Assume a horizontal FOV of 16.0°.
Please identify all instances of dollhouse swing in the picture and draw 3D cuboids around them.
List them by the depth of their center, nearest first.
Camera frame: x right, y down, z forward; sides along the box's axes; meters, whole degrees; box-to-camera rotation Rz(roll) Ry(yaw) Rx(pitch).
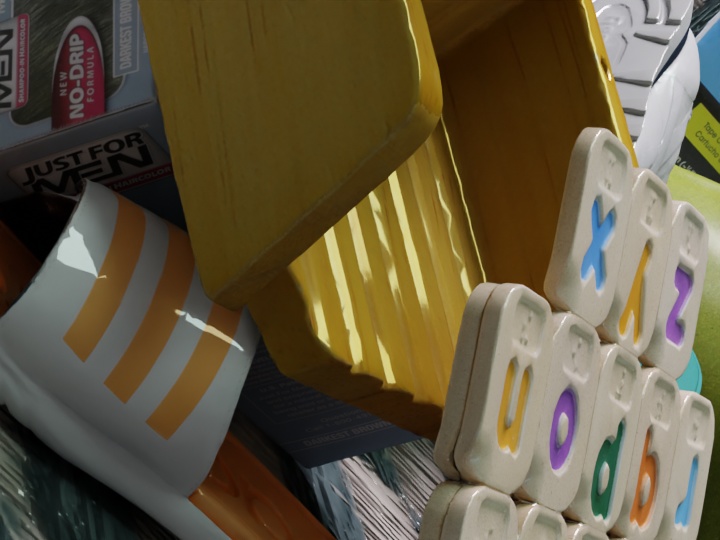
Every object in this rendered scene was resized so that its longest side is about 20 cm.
[{"bbox_3d":[0.060,-0.074,0.672,0.200,0.175,0.183,31,42,-65],"label":"dollhouse swing"}]

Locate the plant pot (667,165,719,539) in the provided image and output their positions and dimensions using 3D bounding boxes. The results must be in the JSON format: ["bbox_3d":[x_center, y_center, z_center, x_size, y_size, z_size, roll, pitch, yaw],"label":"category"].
[{"bbox_3d":[0.142,0.051,1.061,0.193,0.201,0.200,40,8,13],"label":"plant pot"}]

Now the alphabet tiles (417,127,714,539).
[{"bbox_3d":[0.058,0.068,0.690,0.015,0.197,0.200,7,-9,23],"label":"alphabet tiles"}]

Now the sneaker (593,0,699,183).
[{"bbox_3d":[0.079,-0.034,0.958,0.076,0.200,0.081,14,-49,27],"label":"sneaker"}]

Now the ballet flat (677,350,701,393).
[{"bbox_3d":[0.071,0.073,0.902,0.068,0.072,0.200,50,25,-8],"label":"ballet flat"}]

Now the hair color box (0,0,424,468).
[{"bbox_3d":[-0.035,-0.031,0.737,0.200,0.060,0.099,46,34,-52],"label":"hair color box"}]

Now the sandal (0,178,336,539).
[{"bbox_3d":[-0.041,0.027,0.649,0.207,0.059,0.079,45,11,-28],"label":"sandal"}]

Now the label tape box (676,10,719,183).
[{"bbox_3d":[0.126,-0.031,1.185,0.143,0.200,0.066,42,7,-38],"label":"label tape box"}]
